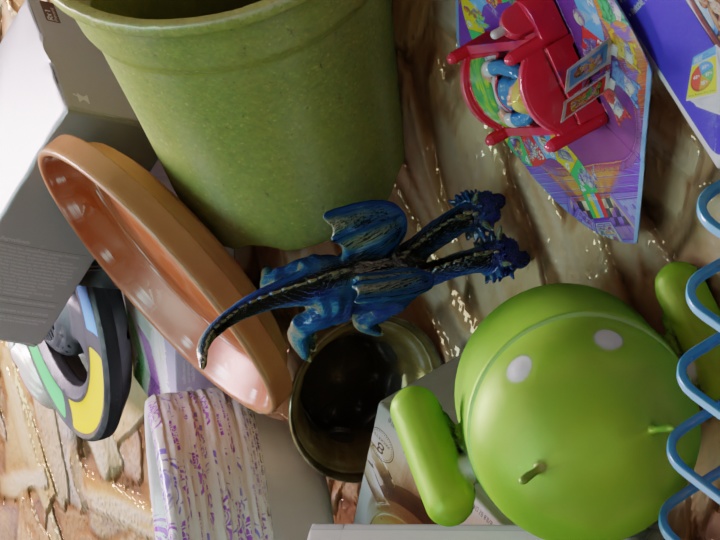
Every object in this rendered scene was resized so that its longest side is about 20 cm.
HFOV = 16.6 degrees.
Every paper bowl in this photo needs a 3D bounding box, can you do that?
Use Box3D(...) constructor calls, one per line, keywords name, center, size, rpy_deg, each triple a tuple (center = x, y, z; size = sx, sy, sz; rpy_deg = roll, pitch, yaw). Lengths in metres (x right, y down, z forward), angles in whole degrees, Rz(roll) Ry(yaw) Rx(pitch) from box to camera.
Box3D(name="paper bowl", center=(-0.072, 0.171, 1.535), size=(0.201, 0.104, 0.202), rpy_deg=(173, 90, -81))

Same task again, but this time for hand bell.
Box3D(name="hand bell", center=(-0.038, 0.049, 1.547), size=(0.200, 0.104, 0.105), rpy_deg=(32, 139, 59))

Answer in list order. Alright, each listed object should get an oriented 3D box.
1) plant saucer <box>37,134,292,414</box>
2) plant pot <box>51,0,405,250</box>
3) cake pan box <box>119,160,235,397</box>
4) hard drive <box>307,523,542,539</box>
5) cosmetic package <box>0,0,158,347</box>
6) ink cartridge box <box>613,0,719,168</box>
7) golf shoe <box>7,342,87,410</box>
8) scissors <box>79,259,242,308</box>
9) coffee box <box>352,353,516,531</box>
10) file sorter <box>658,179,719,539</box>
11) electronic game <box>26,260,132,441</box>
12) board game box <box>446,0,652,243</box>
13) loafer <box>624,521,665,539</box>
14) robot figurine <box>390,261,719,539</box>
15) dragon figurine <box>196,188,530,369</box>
Box3D(name="plant saucer", center=(-0.108, -0.001, 1.424), size=(0.200, 0.032, 0.200), rpy_deg=(45, 166, 15))
Box3D(name="plant pot", center=(-0.057, -0.118, 1.349), size=(0.200, 0.200, 0.185), rpy_deg=(31, 147, 42))
Box3D(name="cake pan box", center=(-0.138, -0.021, 1.624), size=(0.184, 0.052, 0.201), rpy_deg=(47, 145, 44))
Box3D(name="hard drive", center=(0.080, 0.192, 1.382), size=(0.199, 0.027, 0.132), rpy_deg=(-1, 133, 18))
Box3D(name="cosmetic package", center=(-0.204, -0.060, 1.546), size=(0.200, 0.090, 0.107), rpy_deg=(-50, 45, 32))
Box3D(name="ink cartridge box", center=(0.163, -0.173, 1.092), size=(0.201, 0.043, 0.198), rpy_deg=(57, 150, 8))
Box3D(name="golf shoe", center=(-0.238, 0.002, 1.819), size=(0.091, 0.075, 0.201), rpy_deg=(-31, 91, 47))
Box3D(name="scissors", center=(-0.142, -0.001, 1.546), size=(0.199, 0.014, 0.073), rpy_deg=(19, 131, 38))
Box3D(name="coffee box", center=(0.059, 0.161, 1.467), size=(0.113, 0.080, 0.201), rpy_deg=(44, 144, 28))
Box3D(name="file sorter", center=(0.219, 0.052, 1.104), size=(0.139, 0.122, 0.201), rpy_deg=(37, 141, 37))
Box3D(name="electronic game", center=(-0.205, 0.019, 1.690), size=(0.200, 0.041, 0.201), rpy_deg=(49, 147, 47))
Box3D(name="board game box", center=(0.079, -0.096, 1.240), size=(0.158, 0.039, 0.200), rpy_deg=(49, 158, 31))
Box3D(name="loafer", center=(0.188, 0.217, 1.284), size=(0.200, 0.070, 0.070), rpy_deg=(45, 120, -6))
Box3D(name="robot figurine", center=(0.108, 0.072, 1.250), size=(0.200, 0.175, 0.116), rpy_deg=(-100, -12, -81))
Box3D(name="dragon figurine", center=(0.000, 0.000, 1.322), size=(0.099, 0.199, 0.059), rpy_deg=(-38, 68, 44))
